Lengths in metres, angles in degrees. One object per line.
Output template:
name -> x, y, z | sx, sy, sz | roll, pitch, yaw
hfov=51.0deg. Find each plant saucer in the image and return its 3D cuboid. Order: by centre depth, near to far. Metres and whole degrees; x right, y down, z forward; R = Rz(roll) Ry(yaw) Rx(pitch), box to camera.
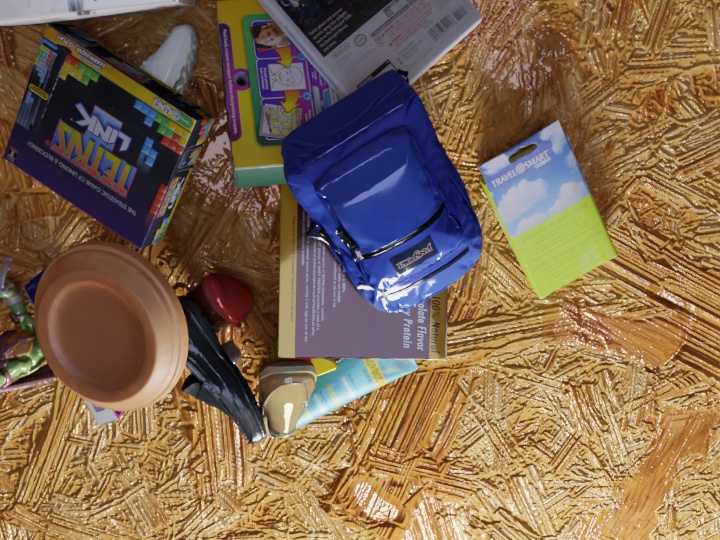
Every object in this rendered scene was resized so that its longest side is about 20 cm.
plant saucer -> -0.291, 0.070, 0.858 | 0.195, 0.037, 0.206 | 5, 108, 14

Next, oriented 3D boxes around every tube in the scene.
tube -> -0.021, 0.152, 1.041 | 0.197, 0.051, 0.078 | -29, 120, 1

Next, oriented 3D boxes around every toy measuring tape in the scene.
toy measuring tape -> -0.051, 0.096, 1.001 | 0.196, 0.074, 0.075 | -22, 109, 6

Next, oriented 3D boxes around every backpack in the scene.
backpack -> 0.027, -0.056, 0.747 | 0.160, 0.169, 0.202 | -26, 123, 10

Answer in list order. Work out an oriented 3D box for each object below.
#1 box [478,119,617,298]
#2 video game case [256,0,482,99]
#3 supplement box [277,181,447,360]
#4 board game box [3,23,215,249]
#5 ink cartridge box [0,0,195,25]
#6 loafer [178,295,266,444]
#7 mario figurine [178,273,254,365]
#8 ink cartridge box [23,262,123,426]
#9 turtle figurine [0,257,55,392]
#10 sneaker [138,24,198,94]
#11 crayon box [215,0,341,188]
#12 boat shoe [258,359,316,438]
box -> 0.239, -0.080, 0.978 | 0.120, 0.048, 0.203 | -29, 108, 5
video game case -> 0.013, -0.290, 0.832 | 0.200, 0.023, 0.182 | -43, 92, -19
supplement box -> 0.000, 0.000, 0.913 | 0.194, 0.133, 0.203 | 1, 91, -5
board game box -> -0.284, -0.150, 0.847 | 0.197, 0.057, 0.168 | 31, 109, 4
ink cartridge box -> -0.288, -0.314, 0.803 | 0.194, 0.147, 0.088 | -9, 108, -2
loafer -> -0.182, 0.127, 0.904 | 0.070, 0.068, 0.203 | -33, 102, -12
mario figurine -> -0.226, 0.080, 0.971 | 0.197, 0.106, 0.126 | -27, 106, -13
ink cartridge box -> -0.348, 0.087, 0.960 | 0.036, 0.095, 0.204 | -18, 109, 12
turtle figurine -> -0.473, 0.082, 0.925 | 0.189, 0.200, 0.148 | -14, 79, 6
sneaker -> -0.256, -0.202, 0.887 | 0.079, 0.077, 0.203 | 29, 103, -4
crayon box -> -0.067, -0.202, 0.843 | 0.168, 0.058, 0.205 | -6, 75, -11
boat shoe -> -0.091, 0.165, 0.921 | 0.070, 0.201, 0.078 | 2, 68, -7
